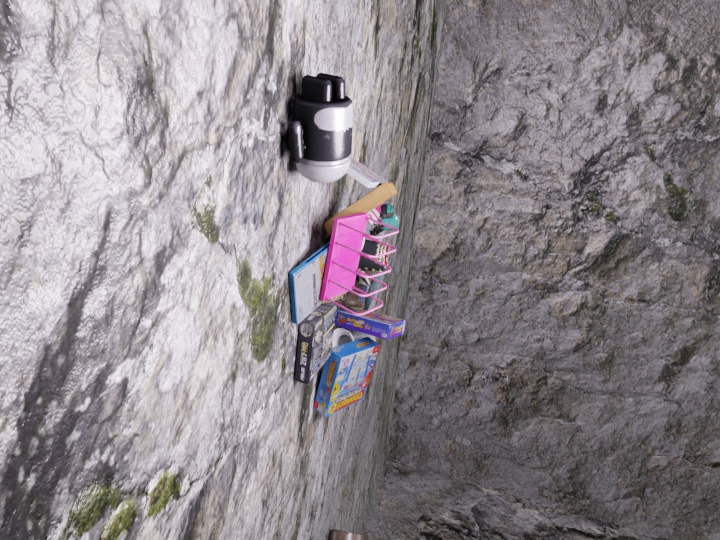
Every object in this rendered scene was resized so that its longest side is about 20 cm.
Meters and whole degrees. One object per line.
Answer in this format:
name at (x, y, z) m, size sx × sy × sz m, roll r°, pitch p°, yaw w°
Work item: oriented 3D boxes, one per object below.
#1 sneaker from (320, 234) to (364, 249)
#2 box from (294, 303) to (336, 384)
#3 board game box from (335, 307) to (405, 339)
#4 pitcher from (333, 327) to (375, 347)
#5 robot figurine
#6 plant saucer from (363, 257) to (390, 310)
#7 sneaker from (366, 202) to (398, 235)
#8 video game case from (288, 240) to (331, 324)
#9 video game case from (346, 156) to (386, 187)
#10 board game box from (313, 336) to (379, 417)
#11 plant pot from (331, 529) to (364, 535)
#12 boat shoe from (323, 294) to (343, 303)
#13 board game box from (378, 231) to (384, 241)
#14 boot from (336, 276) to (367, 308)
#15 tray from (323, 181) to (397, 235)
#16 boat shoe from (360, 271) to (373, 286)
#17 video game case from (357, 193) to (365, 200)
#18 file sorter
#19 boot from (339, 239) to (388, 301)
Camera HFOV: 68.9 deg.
sneaker at (-0.048, -0.067, 1.368) m, size 0.202 × 0.074 × 0.089 m, roll -54°, pitch 156°, yaw -34°
box at (-0.116, 0.185, 1.398) m, size 0.200 × 0.047 × 0.168 m, roll -41°, pitch 141°, yaw -72°
board game box at (0.028, 0.162, 1.639) m, size 0.133 × 0.194 × 0.047 m, roll -1°, pitch 102°, yaw -63°
pitcher at (-0.029, 0.260, 1.727) m, size 0.199 × 0.117 × 0.178 m, roll -9°, pitch 112°, yaw -67°
robot figurine at (-0.076, -0.279, 1.045) m, size 0.126 × 0.144 × 0.207 m, roll -116°, pitch -155°, yaw -58°
plant saucer at (0.050, 0.046, 1.769) m, size 0.200 × 0.027 × 0.206 m, roll 89°, pitch 25°, yaw -89°
sneaker at (0.065, -0.146, 1.714) m, size 0.085 × 0.116 × 0.205 m, roll 83°, pitch 21°, yaw -56°
video game case at (-0.098, 0.018, 1.263) m, size 0.199 × 0.017 × 0.147 m, roll -40°, pitch 142°, yaw -42°
video game case at (-0.012, -0.255, 1.323) m, size 0.018 × 0.141 × 0.200 m, roll -56°, pitch 174°, yaw 16°
board game box at (-0.041, 0.321, 1.602) m, size 0.197 × 0.055 × 0.202 m, roll -9°, pitch 119°, yaw -52°
plant pot at (-0.065, 1.183, 2.152) m, size 0.202 × 0.192 × 0.205 m, roll 77°, pitch 18°, yaw -61°
boat shoe at (-0.076, 0.045, 1.411) m, size 0.200 × 0.071 × 0.079 m, roll -40°, pitch 138°, yaw -72°
board game box at (0.044, -0.088, 1.840) m, size 0.148 × 0.062 × 0.207 m, roll 100°, pitch 4°, yaw -75°
boot at (-0.012, 0.072, 1.683) m, size 0.201 × 0.093 × 0.077 m, roll -57°, pitch 154°, yaw -61°
tray at (0.000, -0.163, 1.369) m, size 0.038 × 0.196 × 0.099 m, roll 59°, pitch 17°, yaw -2°
boat shoe at (0.016, -0.007, 1.681) m, size 0.060 × 0.072 × 0.200 m, roll -46°, pitch 160°, yaw -6°
video game case at (-0.019, -0.116, 1.677) m, size 0.202 × 0.021 × 0.187 m, roll -65°, pitch 161°, yaw -53°
file sorter at (0.003, -0.015, 1.269) m, size 0.137 × 0.123 × 0.207 m, roll -18°, pitch 126°, yaw -55°
boot at (0.000, -0.001, 1.543) m, size 0.073 × 0.148 × 0.212 m, roll -29°, pitch 127°, yaw -74°
